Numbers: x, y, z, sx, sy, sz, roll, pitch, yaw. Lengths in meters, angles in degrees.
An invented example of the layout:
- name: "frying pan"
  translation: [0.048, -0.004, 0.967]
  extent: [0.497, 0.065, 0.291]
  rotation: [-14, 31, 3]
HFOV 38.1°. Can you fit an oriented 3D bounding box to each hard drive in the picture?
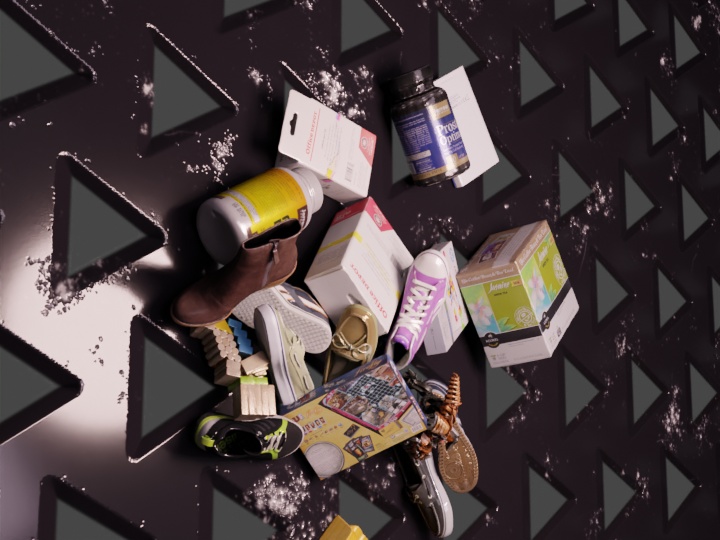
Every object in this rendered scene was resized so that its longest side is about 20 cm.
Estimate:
- name: "hard drive"
  translation: [0.191, -0.280, 2.021]
  extent: [0.131, 0.025, 0.203]
  rotation: [-34, 107, -40]

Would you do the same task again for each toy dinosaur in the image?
- name: "toy dinosaur"
  translation: [0.113, 0.233, 1.721]
  extent: [0.135, 0.202, 0.102]
  rotation: [31, 21, 3]

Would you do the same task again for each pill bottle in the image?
- name: "pill bottle"
  translation: [-0.151, -0.091, 1.618]
  extent: [0.199, 0.108, 0.111]
  rotation: [-32, 105, -40]
- name: "pill bottle"
  translation: [0.119, -0.263, 1.893]
  extent: [0.111, 0.111, 0.203]
  rotation: [-29, 104, -41]

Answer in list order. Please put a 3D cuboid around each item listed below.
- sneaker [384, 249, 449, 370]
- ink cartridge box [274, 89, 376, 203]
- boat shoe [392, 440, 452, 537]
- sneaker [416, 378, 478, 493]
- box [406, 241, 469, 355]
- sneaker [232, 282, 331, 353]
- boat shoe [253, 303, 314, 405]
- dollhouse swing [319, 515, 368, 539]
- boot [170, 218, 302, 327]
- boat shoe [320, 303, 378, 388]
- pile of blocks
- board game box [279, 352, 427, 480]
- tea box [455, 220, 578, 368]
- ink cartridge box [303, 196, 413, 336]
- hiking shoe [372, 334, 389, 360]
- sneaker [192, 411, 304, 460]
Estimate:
- name: "sneaker"
  translation: [0.091, 0.072, 1.701]
  extent: [0.114, 0.072, 0.203]
  rotation: [-54, 161, -67]
- name: "ink cartridge box"
  translation: [-0.071, -0.206, 1.738]
  extent: [0.198, 0.067, 0.118]
  rotation: [25, 67, -39]
- name: "boat shoe"
  translation: [0.104, 0.375, 1.820]
  extent: [0.056, 0.068, 0.203]
  rotation: [-17, 90, -34]
- name: "sneaker"
  translation: [0.153, 0.286, 1.841]
  extent: [0.109, 0.069, 0.203]
  rotation: [-95, 164, -75]
- name: "box"
  translation: [0.141, 0.046, 1.854]
  extent: [0.200, 0.041, 0.159]
  rotation: [-37, 114, -70]
- name: "sneaker"
  translation: [-0.135, 0.056, 1.638]
  extent: [0.199, 0.079, 0.080]
  rotation: [34, 18, -20]
- name: "boat shoe"
  translation: [-0.117, 0.122, 1.599]
  extent: [0.061, 0.072, 0.202]
  rotation: [-24, 135, -15]
- name: "dollhouse swing"
  translation: [0.026, 0.520, 1.647]
  extent: [0.182, 0.174, 0.201]
  rotation: [-49, 115, -35]
- name: "boot"
  translation: [-0.179, -0.001, 1.483]
  extent: [0.198, 0.167, 0.073]
  rotation: [-24, 71, -21]
- name: "boat shoe"
  translation: [-0.024, 0.148, 1.661]
  extent: [0.072, 0.203, 0.063]
  rotation: [23, 30, 3]
- name: "pile of blocks"
  translation: [-0.193, 0.138, 1.565]
  extent: [0.081, 0.062, 0.202]
  rotation: [-21, 82, -39]
- name: "board game box"
  translation: [-0.011, 0.234, 1.653]
  extent: [0.137, 0.198, 0.035]
  rotation: [59, 12, -19]
- name: "tea box"
  translation: [0.300, 0.042, 1.972]
  extent: [0.200, 0.132, 0.199]
  rotation: [-45, 114, -53]
- name: "ink cartridge box"
  translation: [0.000, 0.000, 1.723]
  extent: [0.146, 0.083, 0.201]
  rotation: [55, 32, -23]
- name: "hiking shoe"
  translation: [0.026, 0.203, 1.760]
  extent: [0.086, 0.074, 0.204]
  rotation: [12, 75, -38]
- name: "sneaker"
  translation: [-0.160, 0.262, 1.564]
  extent: [0.198, 0.082, 0.073]
  rotation: [8, 101, -37]
